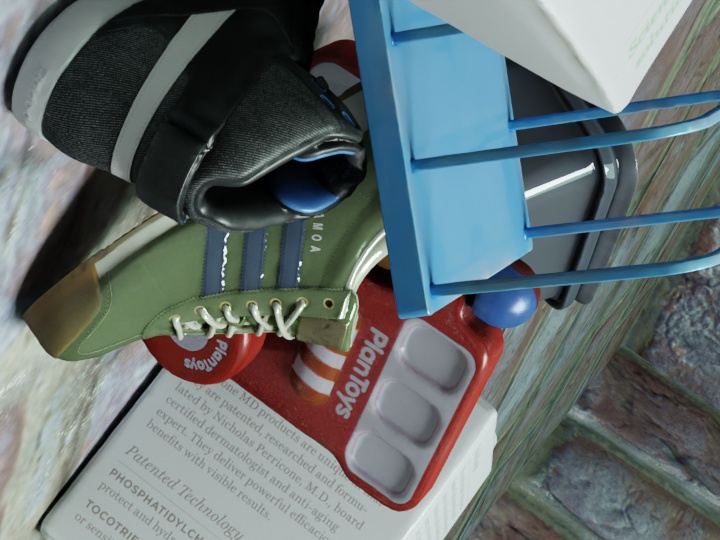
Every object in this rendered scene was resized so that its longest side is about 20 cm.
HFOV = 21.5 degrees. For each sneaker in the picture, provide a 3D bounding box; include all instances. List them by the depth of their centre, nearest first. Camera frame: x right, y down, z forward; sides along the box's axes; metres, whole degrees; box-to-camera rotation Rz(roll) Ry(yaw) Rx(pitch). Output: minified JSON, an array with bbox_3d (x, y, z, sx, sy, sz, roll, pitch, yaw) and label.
[{"bbox_3d":[-0.030,-0.077,0.721,0.200,0.112,0.073,-44,165,-43],"label":"sneaker"},{"bbox_3d":[-0.036,0.000,0.798,0.199,0.090,0.067,-33,177,-5],"label":"sneaker"}]

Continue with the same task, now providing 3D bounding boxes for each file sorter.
[{"bbox_3d":[0.076,-0.100,0.717,0.139,0.122,0.202,-28,109,-67],"label":"file sorter"}]

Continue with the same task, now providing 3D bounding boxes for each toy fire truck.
[{"bbox_3d":[0.000,0.000,0.903,0.112,0.167,0.201,-39,159,-54],"label":"toy fire truck"}]

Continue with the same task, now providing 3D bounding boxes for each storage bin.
[{"bbox_3d":[0.065,-0.048,1.163,0.133,0.146,0.200,-22,157,-16],"label":"storage bin"}]

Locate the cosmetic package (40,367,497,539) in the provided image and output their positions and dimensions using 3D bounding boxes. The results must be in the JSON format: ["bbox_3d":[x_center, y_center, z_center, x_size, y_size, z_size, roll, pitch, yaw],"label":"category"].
[{"bbox_3d":[-0.044,0.128,1.069,0.201,0.166,0.168,-53,168,-12],"label":"cosmetic package"}]

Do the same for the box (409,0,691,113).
[{"bbox_3d":[0.027,-0.185,0.447,0.200,0.171,0.200,-56,153,-1],"label":"box"}]
